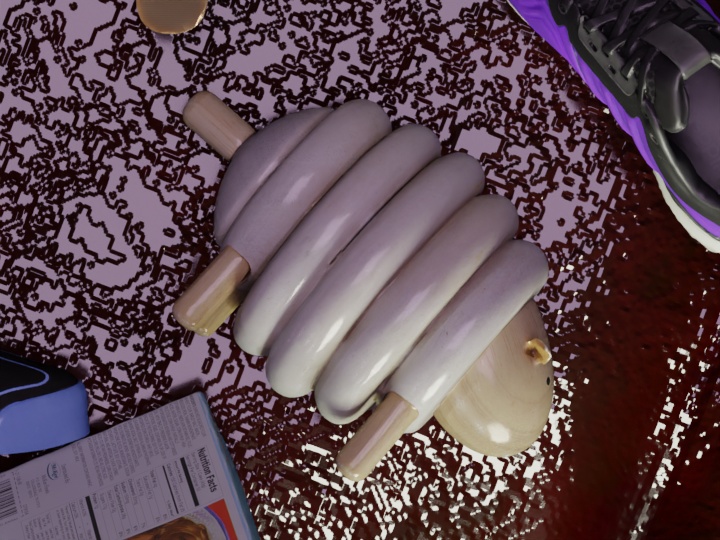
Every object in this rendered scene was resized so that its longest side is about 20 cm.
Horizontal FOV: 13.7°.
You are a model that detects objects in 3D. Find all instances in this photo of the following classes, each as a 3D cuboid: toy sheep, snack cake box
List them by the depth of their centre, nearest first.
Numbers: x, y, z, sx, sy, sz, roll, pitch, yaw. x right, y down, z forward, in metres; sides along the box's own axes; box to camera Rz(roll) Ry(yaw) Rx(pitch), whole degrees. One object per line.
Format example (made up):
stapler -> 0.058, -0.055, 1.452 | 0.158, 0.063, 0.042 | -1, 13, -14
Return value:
snack cake box -> -0.086, 0.145, 1.189 | 0.114, 0.200, 0.067 | -21, 123, -2
toy sheep -> 0.000, 0.000, 1.226 | 0.200, 0.138, 0.138 | 42, 90, 1

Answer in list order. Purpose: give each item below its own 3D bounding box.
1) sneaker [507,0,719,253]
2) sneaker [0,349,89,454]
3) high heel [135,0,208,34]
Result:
sneaker -> 0.123, -0.096, 1.239 | 0.069, 0.100, 0.200 | -39, 92, -1
sneaker -> -0.210, 0.031, 1.242 | 0.198, 0.070, 0.079 | 4, 98, -4
high heel -> -0.067, -0.200, 1.190 | 0.067, 0.096, 0.201 | -1, 120, -8
